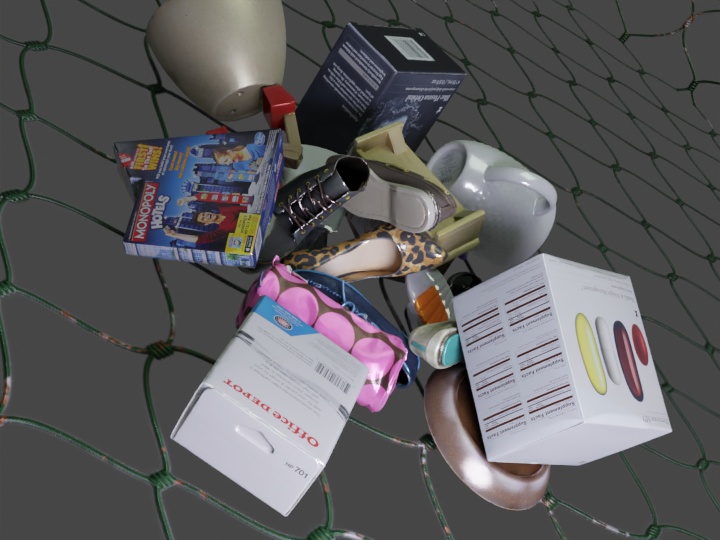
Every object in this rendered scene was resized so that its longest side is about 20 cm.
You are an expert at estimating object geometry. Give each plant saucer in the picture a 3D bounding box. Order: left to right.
[{"bbox_3d":[0.162,0.191,1.533,0.199,0.032,0.202,30,37,-25],"label":"plant saucer"}]

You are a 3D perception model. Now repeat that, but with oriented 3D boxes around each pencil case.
[{"bbox_3d":[-0.041,0.072,1.437,0.199,0.094,0.091,33,-15,-4],"label":"pencil case"}]

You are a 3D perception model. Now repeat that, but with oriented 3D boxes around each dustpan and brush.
[{"bbox_3d":[-0.108,-0.134,1.728,0.199,0.057,0.140,32,49,-11],"label":"dustpan and brush"}]

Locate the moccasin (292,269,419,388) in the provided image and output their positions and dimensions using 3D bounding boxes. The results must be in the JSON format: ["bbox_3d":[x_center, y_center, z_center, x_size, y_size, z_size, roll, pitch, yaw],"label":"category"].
[{"bbox_3d":[-0.008,0.067,1.508,0.199,0.081,0.068,30,22,-10],"label":"moccasin"}]

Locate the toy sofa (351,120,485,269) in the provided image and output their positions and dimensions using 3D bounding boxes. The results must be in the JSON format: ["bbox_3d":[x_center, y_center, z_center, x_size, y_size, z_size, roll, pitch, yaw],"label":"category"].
[{"bbox_3d":[0.069,-0.093,1.684,0.082,0.098,0.200,-25,60,-28],"label":"toy sofa"}]

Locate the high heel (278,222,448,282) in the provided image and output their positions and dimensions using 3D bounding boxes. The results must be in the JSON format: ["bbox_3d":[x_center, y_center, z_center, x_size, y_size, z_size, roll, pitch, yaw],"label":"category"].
[{"bbox_3d":[0.000,0.000,1.562,0.197,0.072,0.143,6,31,17],"label":"high heel"}]

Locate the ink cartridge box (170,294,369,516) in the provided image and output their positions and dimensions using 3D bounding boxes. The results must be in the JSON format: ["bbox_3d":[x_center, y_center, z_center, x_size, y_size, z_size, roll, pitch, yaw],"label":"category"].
[{"bbox_3d":[-0.089,0.134,1.314,0.146,0.086,0.200,35,29,-2],"label":"ink cartridge box"}]

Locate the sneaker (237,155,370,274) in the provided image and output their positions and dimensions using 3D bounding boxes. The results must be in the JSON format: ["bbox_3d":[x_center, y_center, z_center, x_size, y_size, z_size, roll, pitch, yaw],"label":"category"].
[{"bbox_3d":[-0.075,-0.077,1.538,0.075,0.106,0.200,52,49,-12],"label":"sneaker"}]

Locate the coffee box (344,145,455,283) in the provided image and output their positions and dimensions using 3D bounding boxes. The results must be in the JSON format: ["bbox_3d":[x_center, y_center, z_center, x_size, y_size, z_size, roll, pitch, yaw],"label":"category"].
[{"bbox_3d":[0.046,-0.077,1.786,0.112,0.080,0.201,15,34,-34],"label":"coffee box"}]

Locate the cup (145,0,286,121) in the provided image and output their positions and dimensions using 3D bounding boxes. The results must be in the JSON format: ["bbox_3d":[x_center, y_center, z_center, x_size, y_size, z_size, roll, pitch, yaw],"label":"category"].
[{"bbox_3d":[-0.182,-0.295,1.769,0.199,0.199,0.145,-4,67,-51],"label":"cup"}]

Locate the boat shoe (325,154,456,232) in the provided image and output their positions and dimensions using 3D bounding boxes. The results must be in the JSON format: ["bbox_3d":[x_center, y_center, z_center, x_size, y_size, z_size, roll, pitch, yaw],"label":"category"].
[{"bbox_3d":[0.035,-0.101,1.599,0.059,0.073,0.199,-17,30,-39],"label":"boat shoe"}]

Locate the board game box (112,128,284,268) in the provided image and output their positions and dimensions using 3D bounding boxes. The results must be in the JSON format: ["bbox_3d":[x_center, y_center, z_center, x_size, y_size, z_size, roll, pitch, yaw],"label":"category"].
[{"bbox_3d":[-0.203,-0.084,1.484,0.197,0.062,0.202,5,50,6],"label":"board game box"}]

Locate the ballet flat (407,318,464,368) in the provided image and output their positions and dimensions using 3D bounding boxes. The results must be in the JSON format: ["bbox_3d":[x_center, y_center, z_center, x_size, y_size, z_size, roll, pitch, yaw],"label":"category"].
[{"bbox_3d":[0.129,0.078,1.572,0.062,0.068,0.199,18,12,34],"label":"ballet flat"}]

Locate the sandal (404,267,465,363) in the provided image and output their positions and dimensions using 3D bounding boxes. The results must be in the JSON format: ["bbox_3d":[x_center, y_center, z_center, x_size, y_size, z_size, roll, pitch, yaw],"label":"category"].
[{"bbox_3d":[0.097,0.091,1.627,0.079,0.059,0.209,-15,78,-48],"label":"sandal"}]

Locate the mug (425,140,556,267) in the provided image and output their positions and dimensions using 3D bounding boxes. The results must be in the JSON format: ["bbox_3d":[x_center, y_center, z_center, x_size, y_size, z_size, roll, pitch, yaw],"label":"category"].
[{"bbox_3d":[0.196,-0.110,1.856,0.175,0.199,0.149,33,66,-35],"label":"mug"}]

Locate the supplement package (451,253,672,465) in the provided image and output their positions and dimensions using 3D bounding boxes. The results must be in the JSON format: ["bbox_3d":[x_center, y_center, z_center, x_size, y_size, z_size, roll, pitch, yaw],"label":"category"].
[{"bbox_3d":[0.238,0.111,1.502,0.190,0.146,0.203,10,60,-45],"label":"supplement package"}]

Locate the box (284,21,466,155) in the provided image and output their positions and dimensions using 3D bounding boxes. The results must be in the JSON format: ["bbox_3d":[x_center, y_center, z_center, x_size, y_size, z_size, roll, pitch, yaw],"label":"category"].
[{"bbox_3d":[0.023,-0.250,1.892,0.118,0.201,0.196,47,30,22],"label":"box"}]

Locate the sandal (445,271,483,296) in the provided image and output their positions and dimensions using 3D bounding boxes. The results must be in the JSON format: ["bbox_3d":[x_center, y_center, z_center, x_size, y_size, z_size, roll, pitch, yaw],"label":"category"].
[{"bbox_3d":[0.140,0.041,1.750,0.075,0.048,0.200,40,29,8],"label":"sandal"}]

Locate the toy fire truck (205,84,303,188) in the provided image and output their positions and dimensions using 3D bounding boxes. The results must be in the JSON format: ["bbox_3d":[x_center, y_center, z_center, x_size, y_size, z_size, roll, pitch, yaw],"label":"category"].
[{"bbox_3d":[-0.127,-0.152,1.668,0.139,0.049,0.201,-17,51,-17],"label":"toy fire truck"}]
